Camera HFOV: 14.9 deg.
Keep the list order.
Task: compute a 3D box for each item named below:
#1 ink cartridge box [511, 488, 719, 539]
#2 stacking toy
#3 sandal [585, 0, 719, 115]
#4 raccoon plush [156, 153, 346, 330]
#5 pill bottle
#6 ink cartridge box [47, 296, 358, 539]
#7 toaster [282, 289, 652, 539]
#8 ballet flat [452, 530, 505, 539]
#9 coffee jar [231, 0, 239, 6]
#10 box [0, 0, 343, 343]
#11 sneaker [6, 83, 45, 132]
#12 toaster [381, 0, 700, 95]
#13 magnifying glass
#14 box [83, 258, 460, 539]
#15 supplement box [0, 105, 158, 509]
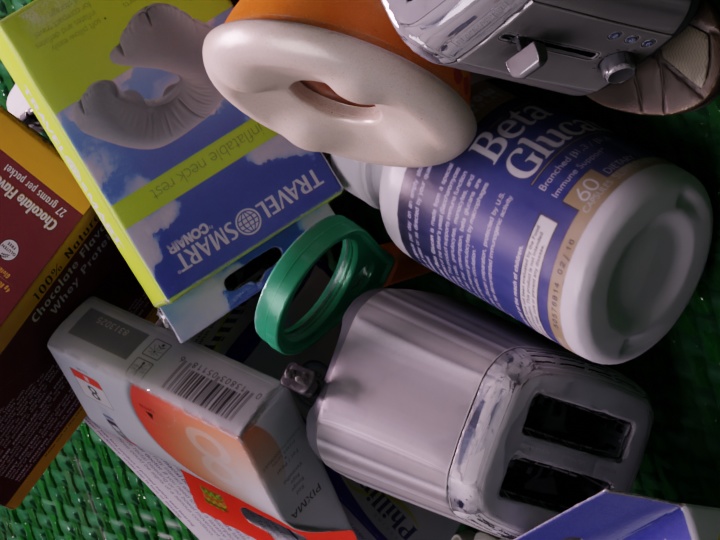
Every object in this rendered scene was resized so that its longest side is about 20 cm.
[{"bbox_3d":[0.168,0.175,1.462,0.198,0.199,0.047,140,132,-57],"label":"ink cartridge box"},{"bbox_3d":[0.013,-0.166,1.410,0.145,0.201,0.146,16,165,5],"label":"stacking toy"},{"bbox_3d":[0.121,-0.124,1.402,0.199,0.054,0.082,9,99,52],"label":"sandal"},{"bbox_3d":[-0.089,-0.064,1.604,0.097,0.200,0.134,-40,91,25],"label":"raccoon plush"},{"bbox_3d":[0.080,-0.040,1.471,0.199,0.111,0.112,30,137,36],"label":"pill bottle"},{"bbox_3d":[-0.085,0.117,1.597,0.162,0.050,0.201,23,146,37],"label":"ink cartridge box"},{"bbox_3d":[0.066,0.082,1.503,0.129,0.199,0.114,20,89,42],"label":"toaster"},{"bbox_3d":[0.080,0.189,1.690,0.075,0.074,0.200,59,143,0],"label":"ballet flat"},{"bbox_3d":[-0.047,-0.185,1.540,0.104,0.085,0.201,30,139,12],"label":"coffee jar"},{"bbox_3d":[-0.100,-0.076,1.504,0.201,0.122,0.048,58,167,-4],"label":"box"},{"bbox_3d":[-0.150,-0.159,1.689,0.200,0.074,0.087,-41,64,26],"label":"sneaker"},{"bbox_3d":[0.069,-0.182,1.320,0.113,0.129,0.201,-34,66,39],"label":"toaster"},{"bbox_3d":[0.000,0.000,1.537,0.022,0.200,0.080,33,111,21],"label":"magnifying glass"},{"bbox_3d":[-0.048,0.102,1.707,0.184,0.105,0.199,48,150,-20],"label":"box"},{"bbox_3d":[-0.227,0.014,1.627,0.133,0.198,0.200,37,179,17],"label":"supplement box"}]
